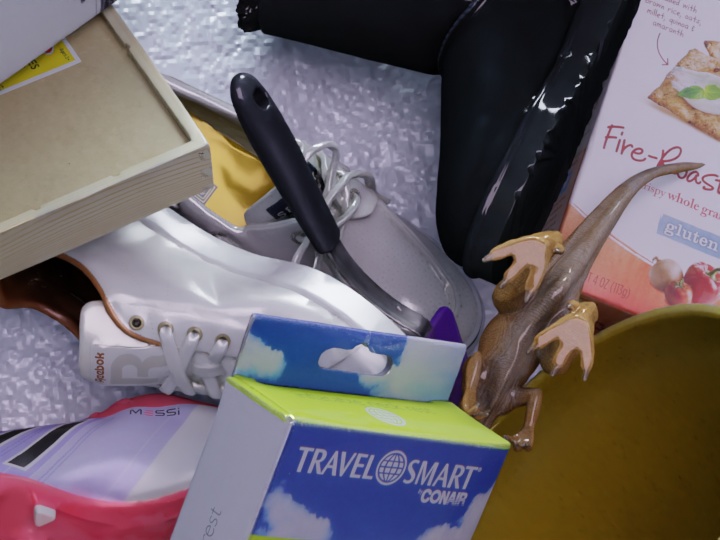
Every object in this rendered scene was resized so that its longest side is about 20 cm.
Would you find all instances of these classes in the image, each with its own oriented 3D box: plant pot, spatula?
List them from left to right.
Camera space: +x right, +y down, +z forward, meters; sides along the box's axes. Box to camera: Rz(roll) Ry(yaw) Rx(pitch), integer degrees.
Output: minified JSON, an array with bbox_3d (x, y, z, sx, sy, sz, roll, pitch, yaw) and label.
[{"bbox_3d":[0.000,0.000,0.982,0.200,0.021,0.057,55,38,-21],"label":"spatula"},{"bbox_3d":[0.133,0.136,0.974,0.142,0.200,0.200,43,69,-23],"label":"plant pot"}]

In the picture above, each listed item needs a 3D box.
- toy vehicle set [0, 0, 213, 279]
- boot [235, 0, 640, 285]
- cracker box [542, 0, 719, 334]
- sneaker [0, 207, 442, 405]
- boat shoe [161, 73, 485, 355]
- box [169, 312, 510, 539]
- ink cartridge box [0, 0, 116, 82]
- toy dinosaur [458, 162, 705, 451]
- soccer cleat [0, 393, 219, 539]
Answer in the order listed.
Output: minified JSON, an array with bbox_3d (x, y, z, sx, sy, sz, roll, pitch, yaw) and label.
[{"bbox_3d":[-0.161,-0.084,0.984,0.124,0.027,0.200,-23,53,-17],"label":"toy vehicle set"},{"bbox_3d":[0.024,-0.099,1.028,0.162,0.073,0.198,20,62,11],"label":"boot"},{"bbox_3d":[0.166,-0.054,1.087,0.134,0.058,0.200,21,71,-7],"label":"cracker box"},{"bbox_3d":[-0.065,0.033,0.975,0.200,0.073,0.085,25,49,20],"label":"sneaker"},{"bbox_3d":[-0.028,-0.027,1.017,0.202,0.086,0.075,35,71,-2],"label":"boat shoe"},{"bbox_3d":[-0.022,0.122,0.907,0.122,0.048,0.200,10,106,-44],"label":"box"},{"bbox_3d":[-0.147,-0.178,0.990,0.145,0.083,0.200,35,59,28],"label":"ink cartridge box"},{"bbox_3d":[0.077,0.011,0.981,0.060,0.106,0.200,34,81,3],"label":"toy dinosaur"},{"bbox_3d":[-0.115,0.086,0.988,0.200,0.067,0.077,0,44,-8],"label":"soccer cleat"}]
